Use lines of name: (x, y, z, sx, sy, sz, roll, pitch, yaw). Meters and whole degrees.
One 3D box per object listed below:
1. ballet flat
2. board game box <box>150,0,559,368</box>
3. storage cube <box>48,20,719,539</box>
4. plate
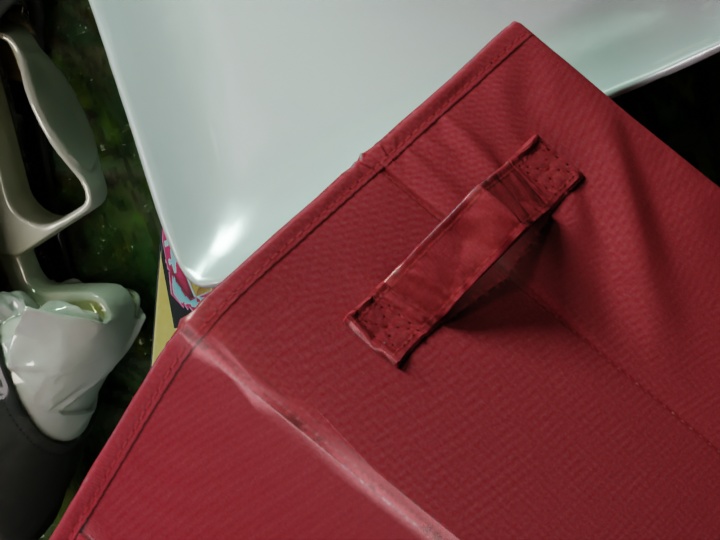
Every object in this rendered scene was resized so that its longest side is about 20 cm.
ballet flat: (-0.114, -0.004, 0.966, 0.068, 0.068, 0.201, -6, 104, 28)
board game box: (0.000, 0.000, 0.903, 0.135, 0.035, 0.200, 20, 117, 28)
storage cube: (0.034, 0.080, 0.744, 0.180, 0.171, 0.200, 40, 132, 6)
plate: (0.002, -0.120, 0.830, 0.200, 0.032, 0.200, -25, 79, 29)
